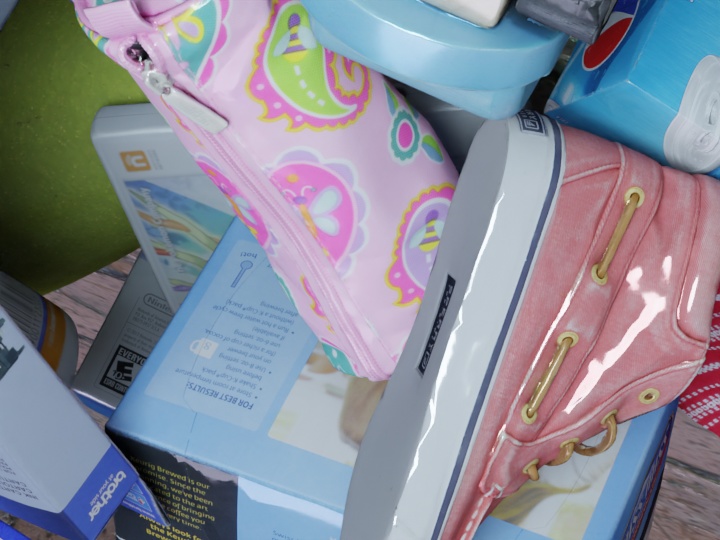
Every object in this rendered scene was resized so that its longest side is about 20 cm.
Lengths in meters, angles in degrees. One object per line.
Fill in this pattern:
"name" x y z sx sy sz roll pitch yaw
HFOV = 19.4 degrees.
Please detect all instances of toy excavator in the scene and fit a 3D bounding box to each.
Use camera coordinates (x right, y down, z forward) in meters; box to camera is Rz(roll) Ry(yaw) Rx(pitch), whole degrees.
"toy excavator" 0.034 -0.098 0.670 0.100 0.195 0.200 25 138 4

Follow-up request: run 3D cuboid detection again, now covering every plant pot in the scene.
"plant pot" -0.139 -0.075 0.978 0.200 0.187 0.187 -7 147 40

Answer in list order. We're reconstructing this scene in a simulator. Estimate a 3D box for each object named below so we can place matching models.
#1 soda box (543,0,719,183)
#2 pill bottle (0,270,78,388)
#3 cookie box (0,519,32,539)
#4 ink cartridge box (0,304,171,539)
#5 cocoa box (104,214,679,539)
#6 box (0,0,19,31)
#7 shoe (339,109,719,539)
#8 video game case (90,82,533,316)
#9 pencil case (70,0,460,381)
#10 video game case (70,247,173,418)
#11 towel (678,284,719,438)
"soda box" 0.170 -0.037 0.751 0.200 0.064 0.068 30 166 -16
"pill bottle" -0.230 0.017 0.904 0.200 0.112 0.112 34 164 -26
"cookie box" -0.200 0.126 0.867 0.171 0.075 0.200 6 152 46
"ink cartridge box" -0.158 0.035 0.761 0.119 0.042 0.200 17 155 35
"cocoa box" 0.014 0.086 0.858 0.200 0.133 0.131 18 141 14
"box" -0.186 -0.131 0.768 0.104 0.200 0.182 34 165 -24
"shoe" 0.059 0.049 0.728 0.091 0.200 0.071 15 -167 -14
"video game case" 0.000 0.000 0.911 0.182 0.022 0.200 -3 138 16
"pencil case" -0.022 -0.046 0.744 0.087 0.087 0.200 12 148 45
"video game case" -0.015 0.025 1.061 0.200 0.181 0.045 25 167 7
"towel" 0.130 0.022 0.833 0.200 0.023 0.145 32 158 -21
